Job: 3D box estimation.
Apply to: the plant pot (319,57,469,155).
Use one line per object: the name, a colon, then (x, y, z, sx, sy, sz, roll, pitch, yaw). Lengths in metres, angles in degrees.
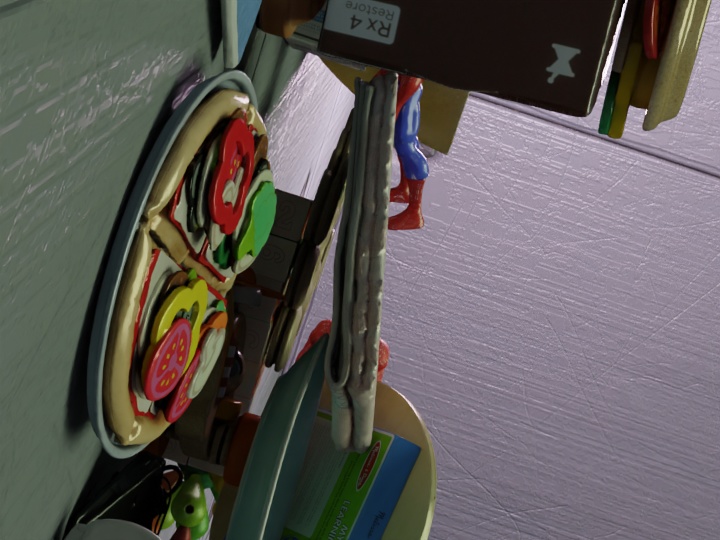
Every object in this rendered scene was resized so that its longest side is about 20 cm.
plant pot: (0.040, -0.216, 1.448, 0.200, 0.142, 0.200, -162, -90, -90)

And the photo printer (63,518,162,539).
photo printer: (-0.159, 0.254, 0.885, 0.166, 0.069, 0.200, -71, 179, -51)

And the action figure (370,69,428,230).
action figure: (0.030, -0.127, 1.221, 0.065, 0.052, 0.200, -99, -167, -57)

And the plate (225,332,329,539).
plate: (-0.057, 0.132, 1.033, 0.200, 0.026, 0.200, 15, 90, -87)

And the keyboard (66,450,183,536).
keyboard: (-0.160, 0.180, 1.002, 0.104, 0.040, 0.200, -38, 156, -44)

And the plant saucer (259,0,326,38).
plant saucer: (-0.016, -0.237, 1.023, 0.200, 0.032, 0.201, -161, -90, -90)

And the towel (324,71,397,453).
towel: (0.000, 0.000, 1.042, 0.191, 0.032, 0.200, 91, 4, -74)

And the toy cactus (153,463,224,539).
toy cactus: (-0.112, 0.134, 1.302, 0.200, 0.102, 0.165, -34, 134, -75)

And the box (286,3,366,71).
box: (0.005, -0.249, 1.198, 0.117, 0.060, 0.200, -48, 157, -88)

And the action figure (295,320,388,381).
action figure: (-0.021, 0.088, 1.248, 0.200, 0.065, 0.052, 112, 1, -57)

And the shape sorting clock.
shape sorting clock: (-0.028, 0.167, 1.135, 0.200, 0.039, 0.200, -29, -135, 33)

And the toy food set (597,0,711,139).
toy food set: (0.194, -0.182, 1.037, 0.200, 0.049, 0.198, 96, 11, -50)

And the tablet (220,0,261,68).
tablet: (-0.045, -0.185, 0.801, 0.200, 0.014, 0.130, 109, -1, -77)

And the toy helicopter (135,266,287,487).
toy helicopter: (-0.085, 0.038, 1.027, 0.200, 0.079, 0.132, 98, 9, -61)

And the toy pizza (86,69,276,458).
toy pizza: (-0.080, 0.000, 0.832, 0.200, 0.032, 0.201, 17, 90, -80)

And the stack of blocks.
stack of blocks: (-0.089, 0.038, 1.174, 0.115, 0.058, 0.200, -71, 179, -87)

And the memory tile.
memory tile: (-0.029, -0.024, 1.206, 0.200, 0.017, 0.153, -73, -179, -67)

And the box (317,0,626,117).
box: (0.086, -0.201, 1.028, 0.200, 0.166, 0.164, -51, 155, -74)
